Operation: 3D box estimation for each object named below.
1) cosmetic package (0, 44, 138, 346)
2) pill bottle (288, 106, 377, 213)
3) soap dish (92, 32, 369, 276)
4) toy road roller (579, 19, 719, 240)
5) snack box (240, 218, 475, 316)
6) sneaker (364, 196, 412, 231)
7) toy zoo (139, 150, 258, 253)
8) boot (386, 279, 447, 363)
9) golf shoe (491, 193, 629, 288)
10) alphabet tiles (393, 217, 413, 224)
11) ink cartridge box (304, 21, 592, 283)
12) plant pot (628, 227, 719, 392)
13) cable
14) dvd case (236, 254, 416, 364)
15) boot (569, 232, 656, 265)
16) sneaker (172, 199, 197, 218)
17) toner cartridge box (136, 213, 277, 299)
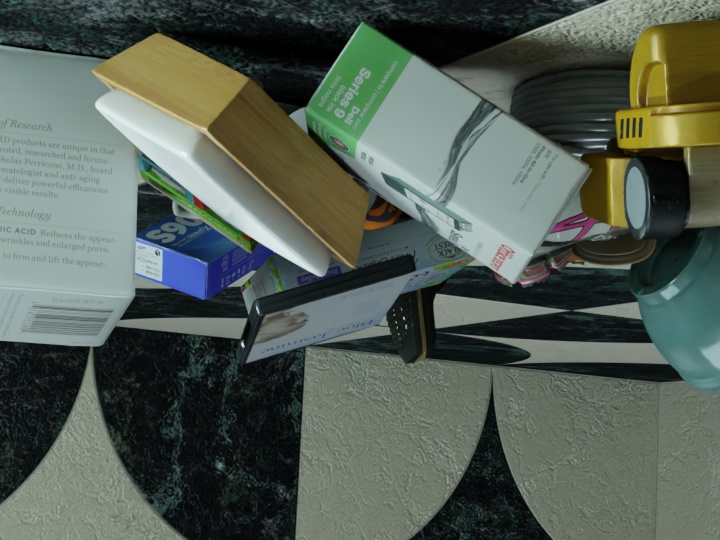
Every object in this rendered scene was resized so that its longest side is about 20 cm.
[{"bbox_3d":[-0.275,-0.058,1.391,0.163,0.202,0.165,5,161,-17],"label":"cosmetic package"},{"bbox_3d":[-0.041,-0.081,1.525,0.114,0.117,0.200,4,172,-5],"label":"pill bottle"},{"bbox_3d":[-0.094,-0.090,1.291,0.157,0.082,0.200,30,170,45],"label":"soap dish"},{"bbox_3d":[0.236,-0.102,1.208,0.122,0.148,0.200,-4,-175,-8],"label":"toy road roller"},{"bbox_3d":[0.000,0.000,1.565,0.198,0.053,0.142,-15,174,-18],"label":"snack box"},{"bbox_3d":[0.060,-0.089,1.634,0.198,0.078,0.112,-12,162,23],"label":"sneaker"},{"bbox_3d":[-0.147,-0.078,1.518,0.131,0.021,0.200,34,170,3],"label":"toy zoo"},{"bbox_3d":[0.095,-0.005,1.759,0.137,0.202,0.077,1,162,-21],"label":"boot"},{"bbox_3d":[0.197,-0.068,1.513,0.199,0.093,0.073,-33,-140,-11],"label":"golf shoe"},{"bbox_3d":[0.128,-0.049,1.640,0.198,0.006,0.166,-7,171,-4],"label":"alphabet tiles"},{"bbox_3d":[0.063,-0.085,1.272,0.199,0.084,0.146,33,173,5],"label":"ink cartridge box"},{"bbox_3d":[0.384,0.014,1.872,0.134,0.201,0.200,36,159,-21],"label":"plant pot"},{"bbox_3d":[0.217,-0.111,1.395,0.198,0.070,0.200,1,173,10],"label":"cable"},{"bbox_3d":[-0.035,0.037,1.489,0.141,0.018,0.200,-17,168,-13],"label":"dvd case"},{"bbox_3d":[0.265,-0.038,1.890,0.199,0.074,0.154,12,177,35],"label":"boot"},{"bbox_3d":[-0.094,-0.065,1.663,0.198,0.071,0.093,8,-151,23],"label":"sneaker"},{"bbox_3d":[-0.138,-0.037,1.727,0.094,0.044,0.200,19,-150,24],"label":"toner cartridge box"}]
